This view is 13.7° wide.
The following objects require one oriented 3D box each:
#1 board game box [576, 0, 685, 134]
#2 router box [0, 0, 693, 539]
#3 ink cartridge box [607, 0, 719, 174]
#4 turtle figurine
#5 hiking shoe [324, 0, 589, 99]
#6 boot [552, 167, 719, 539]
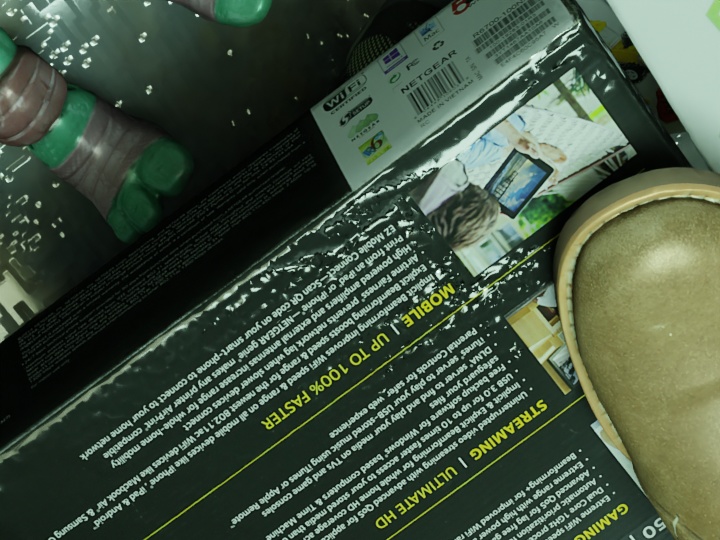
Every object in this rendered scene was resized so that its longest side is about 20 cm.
[{"bbox_3d":[0.134,-0.101,0.773,0.199,0.035,0.127,-8,131,14],"label":"board game box"},{"bbox_3d":[0.007,0.037,0.764,0.200,0.051,0.149,-36,121,6],"label":"router box"},{"bbox_3d":[0.133,-0.059,0.746,0.103,0.059,0.200,-19,127,23],"label":"ink cartridge box"},{"bbox_3d":[-0.127,-0.086,0.805,0.199,0.101,0.150,19,119,-30],"label":"turtle figurine"},{"bbox_3d":[0.000,0.000,0.810,0.076,0.101,0.200,34,134,5],"label":"hiking shoe"},{"bbox_3d":[0.107,0.063,0.731,0.073,0.076,0.201,-22,121,14],"label":"boot"}]
